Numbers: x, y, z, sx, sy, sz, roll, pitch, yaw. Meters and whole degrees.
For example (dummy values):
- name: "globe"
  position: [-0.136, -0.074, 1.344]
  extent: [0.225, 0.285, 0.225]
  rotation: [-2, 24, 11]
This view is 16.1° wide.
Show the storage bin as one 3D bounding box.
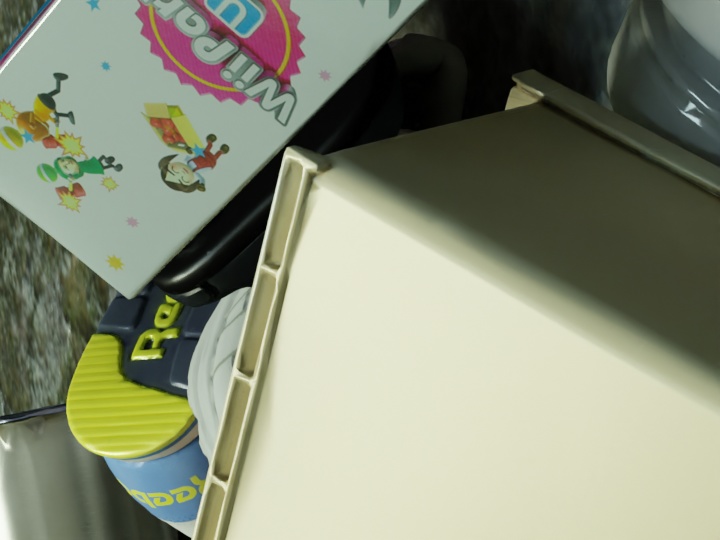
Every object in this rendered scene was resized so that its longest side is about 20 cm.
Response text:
- name: "storage bin"
  position: [0.063, 0.089, 0.573]
  extent: [0.200, 0.094, 0.199]
  rotation: [30, 119, 32]

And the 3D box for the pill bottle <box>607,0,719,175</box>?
- name: "pill bottle"
  position: [0.125, -0.102, 0.565]
  extent: [0.200, 0.111, 0.111]
  rotation: [111, 145, -46]

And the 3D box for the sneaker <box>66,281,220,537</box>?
- name: "sneaker"
  position: [-0.039, 0.013, 0.935]
  extent: [0.074, 0.200, 0.082]
  rotation: [-2, 135, 34]

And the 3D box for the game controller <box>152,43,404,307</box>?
- name: "game controller"
  position: [-0.038, -0.064, 0.853]
  extent: [0.104, 0.042, 0.200]
  rotation: [-51, 25, 16]

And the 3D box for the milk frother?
- name: "milk frother"
  position: [-0.180, 0.166, 1.197]
  extent: [0.180, 0.200, 0.189]
  rotation: [161, 97, -74]

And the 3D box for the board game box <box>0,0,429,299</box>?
- name: "board game box"
  position: [0.000, -0.103, 0.584]
  extent: [0.200, 0.064, 0.148]
  rotation: [-44, 11, 43]

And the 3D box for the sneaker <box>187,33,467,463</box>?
- name: "sneaker"
  position: [0.000, 0.000, 0.828]
  extent: [0.099, 0.078, 0.200]
  rotation: [-44, 36, 45]
